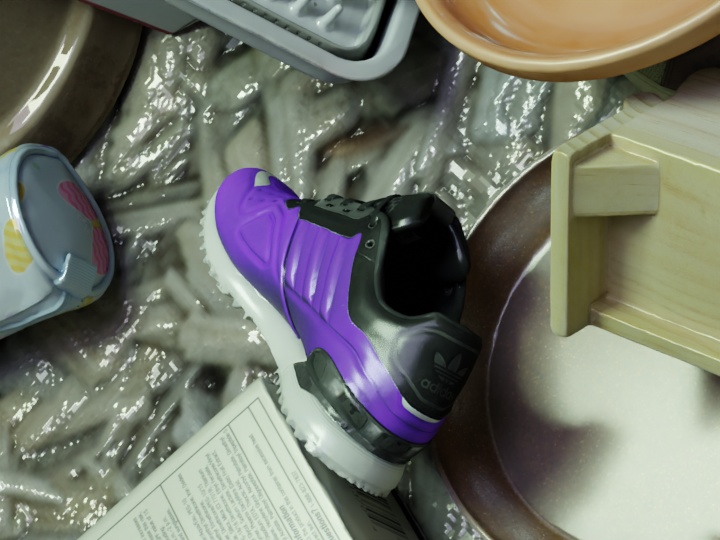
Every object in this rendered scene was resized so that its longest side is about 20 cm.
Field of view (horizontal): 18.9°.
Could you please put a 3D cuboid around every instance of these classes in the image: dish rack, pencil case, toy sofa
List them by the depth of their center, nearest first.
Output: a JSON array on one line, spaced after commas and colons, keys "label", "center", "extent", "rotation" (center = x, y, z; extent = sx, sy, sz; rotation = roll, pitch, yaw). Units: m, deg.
[{"label": "toy sofa", "center": [0.171, 0.001, 0.788], "extent": [0.199, 0.097, 0.084], "rotation": [22, 128, 37]}, {"label": "dish rack", "center": [-0.058, -0.181, 0.988], "extent": [0.044, 0.199, 0.173], "rotation": [-42, 26, 56]}, {"label": "pencil case", "center": [-0.219, 0.013, 1.074], "extent": [0.199, 0.083, 0.091], "rotation": [-27, 42, 21]}]

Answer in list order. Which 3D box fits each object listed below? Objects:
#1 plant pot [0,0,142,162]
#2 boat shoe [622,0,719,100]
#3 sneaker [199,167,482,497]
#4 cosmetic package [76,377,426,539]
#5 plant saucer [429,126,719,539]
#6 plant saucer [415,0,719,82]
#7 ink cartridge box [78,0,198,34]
[{"label": "plant pot", "center": [-0.236, -0.146, 1.095], "extent": [0.199, 0.174, 0.202], "rotation": [-12, 66, 28]}, {"label": "boat shoe", "center": [0.096, -0.131, 0.921], "extent": [0.072, 0.066, 0.201], "rotation": [-45, 43, -5]}, {"label": "sneaker", "center": [0.000, 0.000, 0.924], "extent": [0.100, 0.069, 0.201], "rotation": [-50, 38, 16]}, {"label": "cosmetic package", "center": [-0.071, 0.154, 0.921], "extent": [0.200, 0.087, 0.104], "rotation": [-40, 56, 12]}, {"label": "plant saucer", "center": [0.118, 0.034, 0.879], "extent": [0.199, 0.034, 0.202], "rotation": [-13, 65, 30]}, {"label": "plant saucer", "center": [0.109, -0.157, 0.857], "extent": [0.199, 0.037, 0.202], "rotation": [-18, 53, 26]}, {"label": "ink cartridge box", "center": [-0.122, -0.240, 1.066], "extent": [0.083, 0.145, 0.202], "rotation": [-23, 59, 46]}]
